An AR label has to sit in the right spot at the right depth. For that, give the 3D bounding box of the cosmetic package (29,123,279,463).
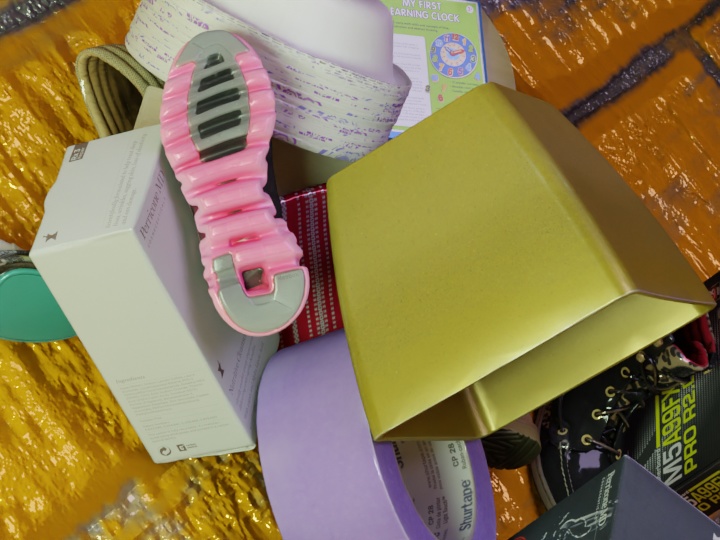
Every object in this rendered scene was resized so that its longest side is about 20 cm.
[{"bbox_3d":[-0.132,0.017,1.646,0.113,0.081,0.201,-80,152,-46],"label":"cosmetic package"}]

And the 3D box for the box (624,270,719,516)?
[{"bbox_3d":[0.267,0.107,1.996,0.044,0.160,0.201,32,41,-25],"label":"box"}]

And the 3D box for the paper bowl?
[{"bbox_3d":[-0.057,-0.164,1.750,0.199,0.105,0.201,23,12,-5],"label":"paper bowl"}]

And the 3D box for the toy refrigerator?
[{"bbox_3d":[-0.063,-0.067,1.775,0.199,0.076,0.070,17,92,-36],"label":"toy refrigerator"}]

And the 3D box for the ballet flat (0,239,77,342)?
[{"bbox_3d":[-0.254,0.004,1.610,0.199,0.072,0.072,3,57,-47],"label":"ballet flat"}]

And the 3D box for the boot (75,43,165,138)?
[{"bbox_3d":[-0.109,-0.098,1.844,0.201,0.073,0.155,55,36,8],"label":"boot"}]

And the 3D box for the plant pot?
[{"bbox_3d":[0.089,-0.010,1.661,0.177,0.199,0.200,64,20,13],"label":"plant pot"}]

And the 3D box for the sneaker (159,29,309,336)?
[{"bbox_3d":[-0.084,-0.054,1.627,0.095,0.078,0.202,109,-29,-85],"label":"sneaker"}]

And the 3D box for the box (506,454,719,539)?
[{"bbox_3d":[0.148,0.262,1.715,0.104,0.182,0.201,37,38,-17],"label":"box"}]

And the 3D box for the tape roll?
[{"bbox_3d":[0.013,0.136,1.705,0.200,0.084,0.201,51,28,-41],"label":"tape roll"}]

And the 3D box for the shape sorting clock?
[{"bbox_3d":[0.030,-0.154,1.945,0.198,0.039,0.202,8,69,-22],"label":"shape sorting clock"}]

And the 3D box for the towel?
[{"bbox_3d":[0.000,0.000,1.779,0.199,0.146,0.022,-17,29,-25],"label":"towel"}]

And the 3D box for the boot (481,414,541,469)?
[{"bbox_3d":[0.054,0.046,1.909,0.174,0.066,0.201,24,41,-37],"label":"boot"}]

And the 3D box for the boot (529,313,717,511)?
[{"bbox_3d":[0.205,0.103,1.940,0.073,0.150,0.201,31,41,-25],"label":"boot"}]
